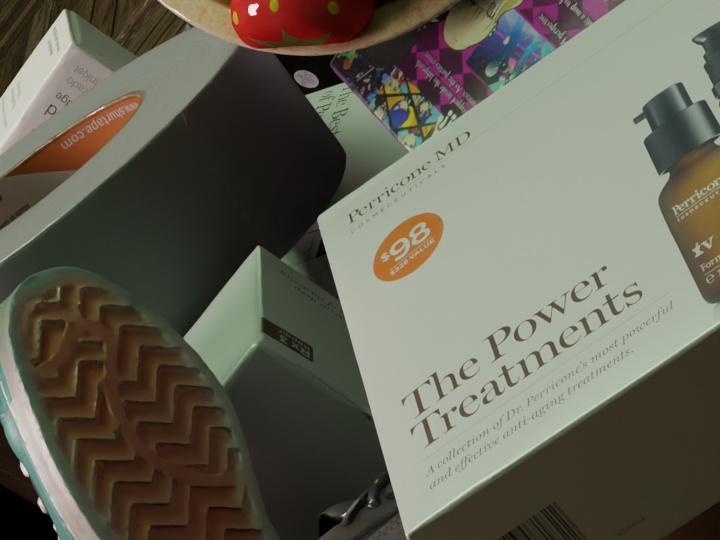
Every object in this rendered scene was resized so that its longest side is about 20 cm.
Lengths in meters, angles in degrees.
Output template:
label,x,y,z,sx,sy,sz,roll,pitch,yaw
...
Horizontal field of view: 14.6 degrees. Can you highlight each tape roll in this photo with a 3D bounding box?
label,x,y,z,sx,sy,sz,roll,pitch,yaw
tape roll,-0.103,-0.009,1.040,0.200,0.066,0.200,-34,15,11

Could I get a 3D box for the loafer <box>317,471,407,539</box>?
label,x,y,z,sx,sy,sz,roll,pitch,yaw
loafer,-0.005,0.090,0.797,0.200,0.063,0.072,-37,-31,-29

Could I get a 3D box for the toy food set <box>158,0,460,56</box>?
label,x,y,z,sx,sy,sz,roll,pitch,yaw
toy food set,-0.018,-0.173,0.929,0.197,0.201,0.049,-34,-14,21

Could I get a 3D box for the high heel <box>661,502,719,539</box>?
label,x,y,z,sx,sy,sz,roll,pitch,yaw
high heel,0.045,0.117,0.731,0.200,0.067,0.096,-48,2,-20

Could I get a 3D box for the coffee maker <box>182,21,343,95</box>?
label,x,y,z,sx,sy,sz,roll,pitch,yaw
coffee maker,0.003,-0.164,1.336,0.191,0.135,0.200,-29,22,7

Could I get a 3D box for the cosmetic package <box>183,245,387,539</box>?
label,x,y,z,sx,sy,sz,roll,pitch,yaw
cosmetic package,-0.049,0.107,0.943,0.200,0.113,0.081,-50,17,16

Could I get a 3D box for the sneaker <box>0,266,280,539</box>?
label,x,y,z,sx,sy,sz,roll,pitch,yaw
sneaker,-0.062,0.097,0.856,0.071,0.201,0.080,-31,0,-42

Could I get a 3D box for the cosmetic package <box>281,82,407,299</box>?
label,x,y,z,sx,sy,sz,roll,pitch,yaw
cosmetic package,0.000,0.000,1.063,0.082,0.051,0.201,-14,36,24

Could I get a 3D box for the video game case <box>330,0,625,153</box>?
label,x,y,z,sx,sy,sz,roll,pitch,yaw
video game case,0.094,-0.084,0.888,0.182,0.036,0.200,-53,43,11

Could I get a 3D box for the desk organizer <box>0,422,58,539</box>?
label,x,y,z,sx,sy,sz,roll,pitch,yaw
desk organizer,-0.185,0.054,0.887,0.072,0.199,0.077,-42,24,40

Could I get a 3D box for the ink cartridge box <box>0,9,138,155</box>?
label,x,y,z,sx,sy,sz,roll,pitch,yaw
ink cartridge box,-0.139,0.002,1.344,0.200,0.144,0.084,-53,16,9

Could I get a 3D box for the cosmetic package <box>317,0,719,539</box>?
label,x,y,z,sx,sy,sz,roll,pitch,yaw
cosmetic package,0.090,-0.015,0.742,0.199,0.052,0.151,-35,31,12
